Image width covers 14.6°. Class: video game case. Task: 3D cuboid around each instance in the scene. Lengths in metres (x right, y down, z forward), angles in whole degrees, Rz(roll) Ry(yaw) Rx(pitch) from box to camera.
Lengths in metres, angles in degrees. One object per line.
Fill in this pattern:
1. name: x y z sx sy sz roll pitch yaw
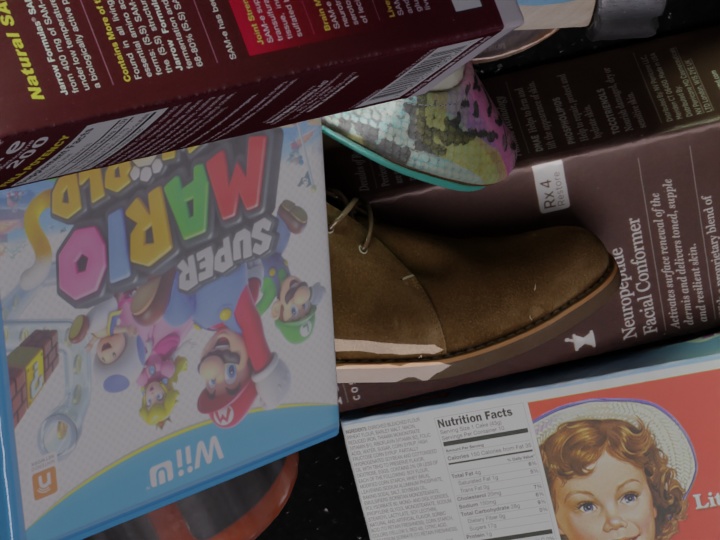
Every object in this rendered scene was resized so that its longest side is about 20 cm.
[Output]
1. video game case: -0.069 -0.019 0.915 0.143 0.018 0.201 -20 116 -39

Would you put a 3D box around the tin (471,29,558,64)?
1. tin: 0.068 -0.162 1.030 0.200 0.042 0.112 -42 124 19

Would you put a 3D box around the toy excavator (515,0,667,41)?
1. toy excavator: 0.054 -0.195 0.914 0.100 0.195 0.200 -1 152 -6

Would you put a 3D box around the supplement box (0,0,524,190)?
1. supplement box: -0.057 -0.094 0.837 0.200 0.109 0.061 -15 169 -39

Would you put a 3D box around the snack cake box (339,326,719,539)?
1. snack cake box: 0.104 0.088 1.131 0.200 0.067 0.115 -11 99 19

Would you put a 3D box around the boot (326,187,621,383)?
1. boot: 0.000 0.000 1.020 0.199 0.074 0.076 -11 105 -14

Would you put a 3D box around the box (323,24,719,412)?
1. box: 0.060 -0.019 1.103 0.199 0.075 0.100 -13 125 2

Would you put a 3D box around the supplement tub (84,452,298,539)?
1. supplement tub: -0.102 0.019 1.084 0.107 0.107 0.200 -19 125 5

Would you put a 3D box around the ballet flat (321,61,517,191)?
1. ballet flat: -0.023 -0.095 1.007 0.200 0.069 0.071 25 122 -9
